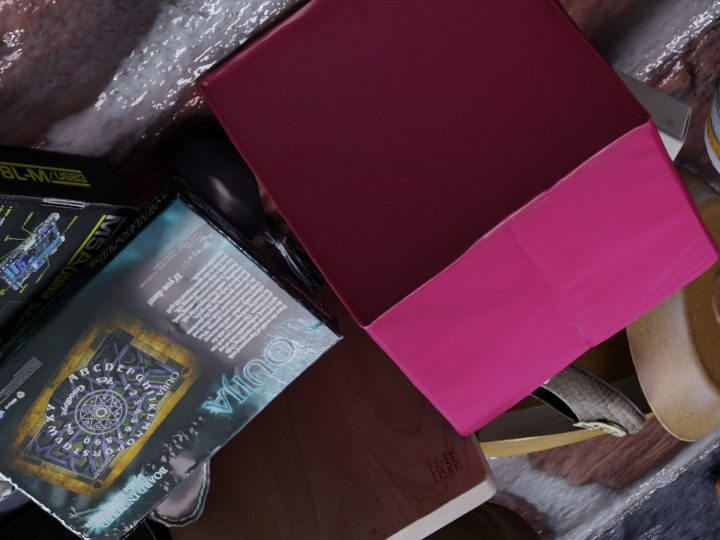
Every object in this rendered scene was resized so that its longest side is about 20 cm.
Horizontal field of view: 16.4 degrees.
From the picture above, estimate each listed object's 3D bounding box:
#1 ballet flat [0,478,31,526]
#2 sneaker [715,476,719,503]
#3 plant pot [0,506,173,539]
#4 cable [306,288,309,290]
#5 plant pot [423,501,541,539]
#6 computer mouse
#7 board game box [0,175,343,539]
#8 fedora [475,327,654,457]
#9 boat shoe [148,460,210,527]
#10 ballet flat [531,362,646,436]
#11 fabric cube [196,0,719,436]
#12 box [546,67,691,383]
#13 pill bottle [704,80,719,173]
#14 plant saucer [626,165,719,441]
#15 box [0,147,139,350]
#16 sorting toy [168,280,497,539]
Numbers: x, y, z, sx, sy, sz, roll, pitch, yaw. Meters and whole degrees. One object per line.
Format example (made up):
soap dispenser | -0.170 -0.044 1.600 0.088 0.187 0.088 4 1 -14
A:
ballet flat | -0.197 0.095 1.541 0.200 0.073 0.073 -40 152 16
sneaker | 0.421 0.167 2.333 0.200 0.073 0.085 -38 155 10
plant pot | -0.173 0.235 1.610 0.199 0.200 0.177 -31 165 -7
cable | 0.000 0.000 1.660 0.200 0.050 0.097 -22 168 2
plant pot | 0.023 0.258 1.950 0.174 0.200 0.200 23 121 -37
computer mouse | -0.059 -0.036 1.497 0.034 0.059 0.200 -43 154 2
board game box | -0.127 0.058 1.429 0.200 0.028 0.135 -42 115 13
fedora | 0.146 0.077 1.840 0.200 0.082 0.201 -14 -175 1
boat shoe | -0.128 0.074 1.487 0.072 0.061 0.202 -20 118 -13
ballet flat | 0.103 0.071 1.719 0.046 0.200 0.067 -65 -174 -16
fabric cube | 0.061 -0.059 1.441 0.200 0.196 0.199 -35 151 3
box | 0.136 -0.032 1.635 0.200 0.082 0.068 -61 179 26
pill bottle | 0.307 -0.141 1.669 0.116 0.116 0.200 -22 150 -23
plant saucer | 0.247 0.022 1.793 0.035 0.201 0.200 -5 168 31
box | -0.249 0.014 1.377 0.193 0.048 0.200 1 135 -52
sorting toy | -0.024 0.121 1.571 0.199 0.200 0.070 -31 140 8
